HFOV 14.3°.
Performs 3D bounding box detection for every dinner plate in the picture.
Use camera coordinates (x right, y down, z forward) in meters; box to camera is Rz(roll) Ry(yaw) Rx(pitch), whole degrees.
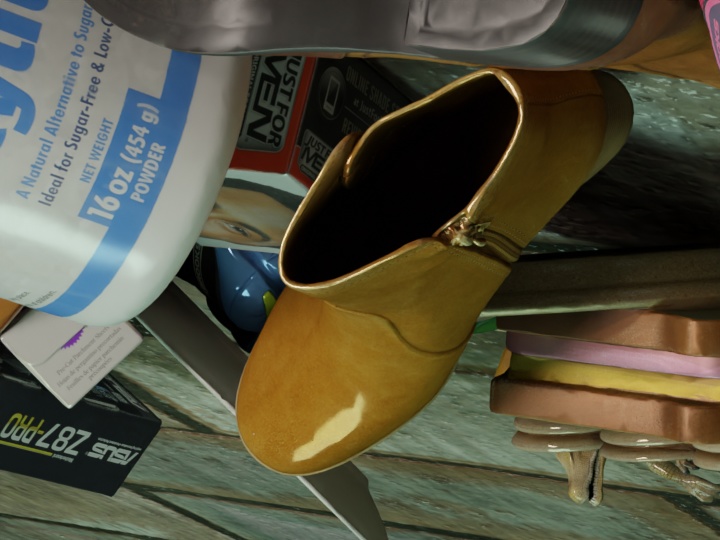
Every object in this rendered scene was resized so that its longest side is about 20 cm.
[{"bbox_3d":[-0.051,0.049,1.208,0.200,0.024,0.200,46,178,2],"label":"dinner plate"}]

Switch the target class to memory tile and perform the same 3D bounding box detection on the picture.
[{"bbox_3d":[0.176,0.054,1.186,0.200,0.017,0.153,-9,-172,-39],"label":"memory tile"}]

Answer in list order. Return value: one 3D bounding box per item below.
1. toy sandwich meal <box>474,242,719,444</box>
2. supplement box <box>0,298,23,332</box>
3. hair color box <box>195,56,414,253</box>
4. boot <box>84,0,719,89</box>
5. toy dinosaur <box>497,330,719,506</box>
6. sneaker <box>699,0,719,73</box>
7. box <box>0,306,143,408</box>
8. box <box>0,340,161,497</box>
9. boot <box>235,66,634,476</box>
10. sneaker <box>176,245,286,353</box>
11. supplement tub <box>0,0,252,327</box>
[{"bbox_3d":[0.086,0.029,1.116,0.204,0.070,0.205,-4,-179,0],"label":"toy sandwich meal"},{"bbox_3d":[-0.210,-0.017,0.988,0.200,0.067,0.069,4,149,-34],"label":"supplement box"},{"bbox_3d":[-0.082,-0.053,1.085,0.200,0.061,0.101,5,163,30],"label":"hair color box"},{"bbox_3d":[0.032,-0.089,0.838,0.188,0.069,0.200,4,-179,31],"label":"boot"},{"bbox_3d":[0.116,0.052,1.297,0.101,0.058,0.200,23,-164,-11],"label":"toy dinosaur"},{"bbox_3d":[0.147,-0.043,0.801,0.075,0.081,0.200,45,178,23],"label":"sneaker"},{"bbox_3d":[-0.126,0.011,1.147,0.039,0.041,0.200,47,177,-14],"label":"box"},{"bbox_3d":[-0.200,0.014,1.258,0.200,0.049,0.161,40,-173,29],"label":"box"},{"bbox_3d":[0.001,0.000,0.949,0.071,0.201,0.144,49,-159,13],"label":"boot"},{"bbox_3d":[-0.048,-0.015,1.223,0.083,0.071,0.200,47,178,6],"label":"sneaker"},{"bbox_3d":[-0.148,-0.070,0.930,0.200,0.132,0.132,18,166,-23],"label":"supplement tub"}]
